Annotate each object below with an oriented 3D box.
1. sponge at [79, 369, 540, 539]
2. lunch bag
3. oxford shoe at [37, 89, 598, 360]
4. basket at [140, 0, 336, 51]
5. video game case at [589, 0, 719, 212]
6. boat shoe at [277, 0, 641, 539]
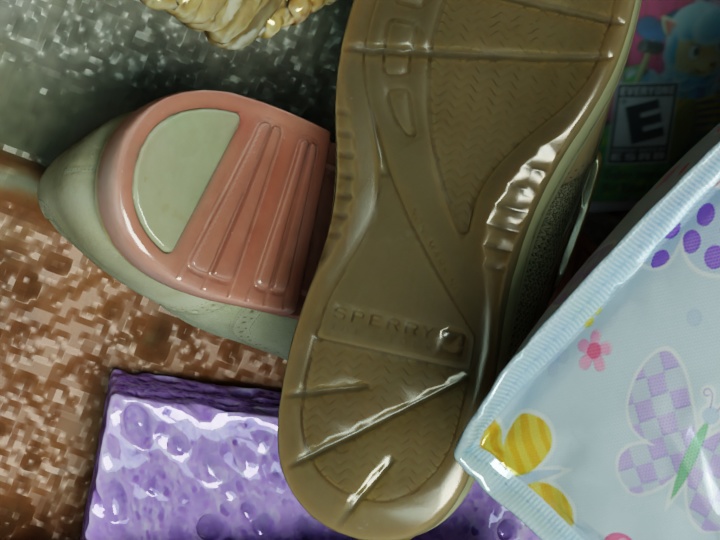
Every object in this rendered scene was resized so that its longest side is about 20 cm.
[{"bbox_3d":[0.011,0.097,0.839,0.198,0.030,0.112,8,107,-10],"label":"sponge"},{"bbox_3d":[0.135,-0.010,0.690,0.127,0.170,0.200,45,109,5],"label":"lunch bag"},{"bbox_3d":[0.000,0.000,0.794,0.199,0.074,0.071,27,74,-30],"label":"oxford shoe"},{"bbox_3d":[-0.031,-0.182,0.727,0.200,0.149,0.142,-52,140,10],"label":"basket"},{"bbox_3d":[0.163,-0.103,0.764,0.198,0.022,0.183,-4,123,-14],"label":"video game case"},{"bbox_3d":[0.027,-0.028,0.729,0.071,0.065,0.201,19,89,12],"label":"boat shoe"}]
